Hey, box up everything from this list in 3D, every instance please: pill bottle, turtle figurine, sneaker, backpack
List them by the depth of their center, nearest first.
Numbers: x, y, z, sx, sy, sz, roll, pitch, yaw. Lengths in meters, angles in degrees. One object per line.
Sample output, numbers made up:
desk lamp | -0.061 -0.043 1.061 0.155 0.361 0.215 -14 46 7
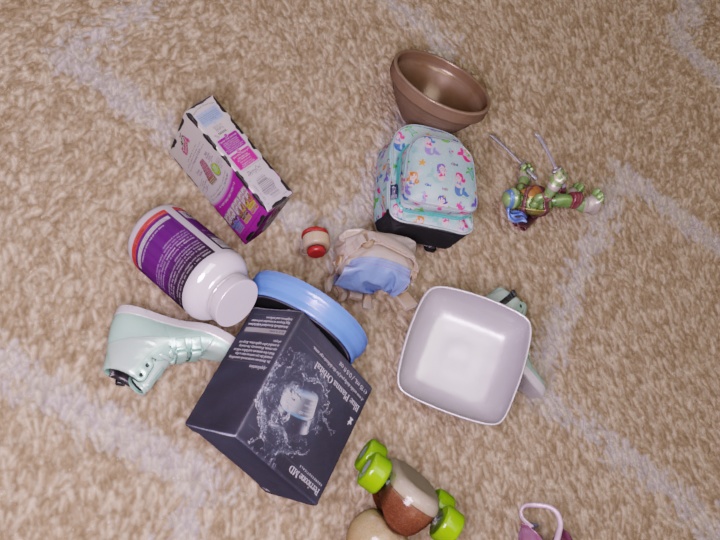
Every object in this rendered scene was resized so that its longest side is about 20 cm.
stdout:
sneaker | -0.270 0.134 1.165 0.198 0.074 0.120 15 60 -9
pill bottle | -0.242 -0.004 1.174 0.112 0.113 0.199 -35 56 -30
backpack | 0.115 -0.158 1.421 0.175 0.151 0.203 10 62 -19
sneaker | 0.281 0.121 1.422 0.118 0.074 0.201 -39 87 -24
turtle figurine | 0.364 -0.178 1.536 0.191 0.144 0.203 7 72 -25

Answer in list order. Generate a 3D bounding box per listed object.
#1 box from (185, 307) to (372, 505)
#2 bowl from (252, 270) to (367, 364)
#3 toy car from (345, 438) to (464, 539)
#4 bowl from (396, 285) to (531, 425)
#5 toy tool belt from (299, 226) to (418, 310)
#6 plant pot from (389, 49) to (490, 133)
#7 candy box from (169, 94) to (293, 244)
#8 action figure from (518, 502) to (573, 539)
box | -0.109 0.193 1.154 0.197 0.116 0.201 50 56 -36
bowl | -0.084 0.077 1.207 0.200 0.200 0.040 35 67 -8
toy car | 0.029 0.390 1.204 0.163 0.158 0.201 36 89 -3
bowl | 0.169 0.142 1.334 0.197 0.075 0.202 19 77 6
toy tool belt | 0.000 0.000 1.320 0.197 0.125 0.124 8 60 -21
plant pot | 0.134 -0.315 1.493 0.198 0.093 0.202 18 37 -14
candy box | -0.208 -0.156 1.276 0.061 0.136 0.201 -40 90 -32
action figure | 0.313 0.482 1.246 0.132 0.151 0.201 -2 28 6
